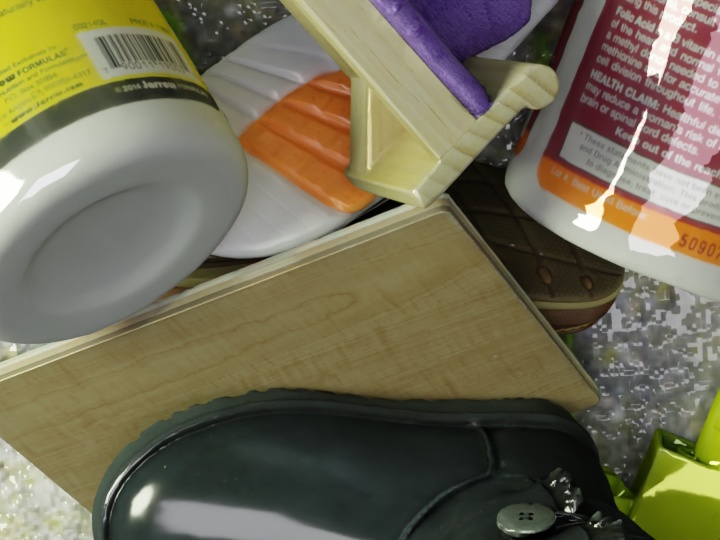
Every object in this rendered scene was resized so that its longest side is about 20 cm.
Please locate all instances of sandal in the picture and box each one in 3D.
[{"bbox_3d":[0.009,-0.068,1.035,0.206,0.059,0.079,-39,72,-17],"label":"sandal"}]

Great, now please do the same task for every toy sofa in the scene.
[{"bbox_3d":[-0.019,-0.124,0.928,0.098,0.083,0.200,-45,107,-8],"label":"toy sofa"}]

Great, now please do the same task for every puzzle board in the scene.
[{"bbox_3d":[-0.028,0.042,1.037,0.199,0.018,0.151,-20,144,17],"label":"puzzle board"}]

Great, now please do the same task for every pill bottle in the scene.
[{"bbox_3d":[-0.130,-0.083,0.970,0.112,0.112,0.201,-37,64,10],"label":"pill bottle"},{"bbox_3d":[0.139,-0.099,1.004,0.113,0.114,0.201,22,103,-1],"label":"pill bottle"}]

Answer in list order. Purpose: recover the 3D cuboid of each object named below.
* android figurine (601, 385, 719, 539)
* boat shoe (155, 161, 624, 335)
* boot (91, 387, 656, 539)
[{"bbox_3d":[0.149,0.144,1.092,0.181,0.041,0.201,23,100,-1],"label":"android figurine"},{"bbox_3d":[0.000,0.000,1.064,0.198,0.072,0.068,4,135,-5],"label":"boat shoe"},{"bbox_3d":[0.017,0.105,0.968,0.198,0.168,0.077,-3,111,-14],"label":"boot"}]
